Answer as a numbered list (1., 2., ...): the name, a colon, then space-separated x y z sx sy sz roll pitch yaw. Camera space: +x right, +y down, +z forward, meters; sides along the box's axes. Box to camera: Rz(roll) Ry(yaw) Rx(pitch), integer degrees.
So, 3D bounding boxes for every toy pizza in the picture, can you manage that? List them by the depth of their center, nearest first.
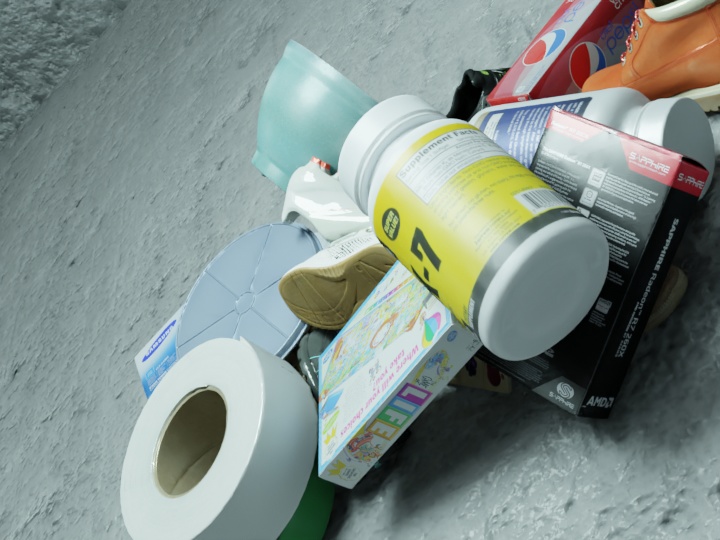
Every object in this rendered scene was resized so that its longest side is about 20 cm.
1. toy pizza: -0.110 0.040 1.319 0.198 0.032 0.202 -25 45 27

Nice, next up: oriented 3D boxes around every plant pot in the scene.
1. plant pot: -0.036 -0.134 1.392 0.135 0.199 0.200 -52 26 3

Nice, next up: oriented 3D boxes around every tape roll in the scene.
1. tape roll: -0.129 0.165 1.158 0.201 0.070 0.205 -31 43 34
2. tape roll: -0.108 0.219 1.194 0.199 0.048 0.203 -30 45 34

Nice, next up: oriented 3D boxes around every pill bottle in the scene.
1. pill bottle: 0.076 -0.038 0.934 0.115 0.114 0.200 -49 52 5
2. pill bottle: 0.186 -0.091 1.063 0.198 0.111 0.112 -2 53 46

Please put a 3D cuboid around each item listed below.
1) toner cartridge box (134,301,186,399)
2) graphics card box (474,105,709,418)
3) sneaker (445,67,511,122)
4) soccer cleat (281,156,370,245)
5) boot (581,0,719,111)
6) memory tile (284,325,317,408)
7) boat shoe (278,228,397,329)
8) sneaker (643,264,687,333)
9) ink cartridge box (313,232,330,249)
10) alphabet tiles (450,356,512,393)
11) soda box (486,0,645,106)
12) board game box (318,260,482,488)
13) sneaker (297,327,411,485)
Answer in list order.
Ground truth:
1. toner cartridge box: -0.163 0.059 1.420 0.200 0.043 0.095 -47 31 6
2. graphics card box: 0.164 -0.006 0.959 0.125 0.050 0.203 28 100 40
3. sneaker: 0.141 -0.172 1.258 0.199 0.083 0.071 -39 21 -15
4. soccer cleat: 0.012 -0.043 1.271 0.198 0.069 0.079 26 93 21
5. boot: 0.251 -0.186 1.083 0.199 0.108 0.075 -11 30 53
6. memory tile: -0.099 0.143 1.292 0.152 0.017 0.203 -30 48 35
7. boat shoe: 0.000 0.000 1.176 0.199 0.071 0.069 -18 24 51
8. sneaker: 0.168 0.005 1.023 0.199 0.075 0.071 2 57 59
9. ink cartridge box: -0.085 0.048 1.414 0.199 0.041 0.202 -5 53 51
10. alphabet tiles: 0.073 -0.002 1.119 0.166 0.007 0.204 4 99 60
11. soda box: 0.209 -0.210 1.211 0.201 0.063 0.070 -52 25 -19
12. board game box: 0.028 0.065 1.046 0.201 0.034 0.136 -51 26 35
13. sneaker: -0.004 0.115 1.189 0.079 0.076 0.201 -31 36 8
